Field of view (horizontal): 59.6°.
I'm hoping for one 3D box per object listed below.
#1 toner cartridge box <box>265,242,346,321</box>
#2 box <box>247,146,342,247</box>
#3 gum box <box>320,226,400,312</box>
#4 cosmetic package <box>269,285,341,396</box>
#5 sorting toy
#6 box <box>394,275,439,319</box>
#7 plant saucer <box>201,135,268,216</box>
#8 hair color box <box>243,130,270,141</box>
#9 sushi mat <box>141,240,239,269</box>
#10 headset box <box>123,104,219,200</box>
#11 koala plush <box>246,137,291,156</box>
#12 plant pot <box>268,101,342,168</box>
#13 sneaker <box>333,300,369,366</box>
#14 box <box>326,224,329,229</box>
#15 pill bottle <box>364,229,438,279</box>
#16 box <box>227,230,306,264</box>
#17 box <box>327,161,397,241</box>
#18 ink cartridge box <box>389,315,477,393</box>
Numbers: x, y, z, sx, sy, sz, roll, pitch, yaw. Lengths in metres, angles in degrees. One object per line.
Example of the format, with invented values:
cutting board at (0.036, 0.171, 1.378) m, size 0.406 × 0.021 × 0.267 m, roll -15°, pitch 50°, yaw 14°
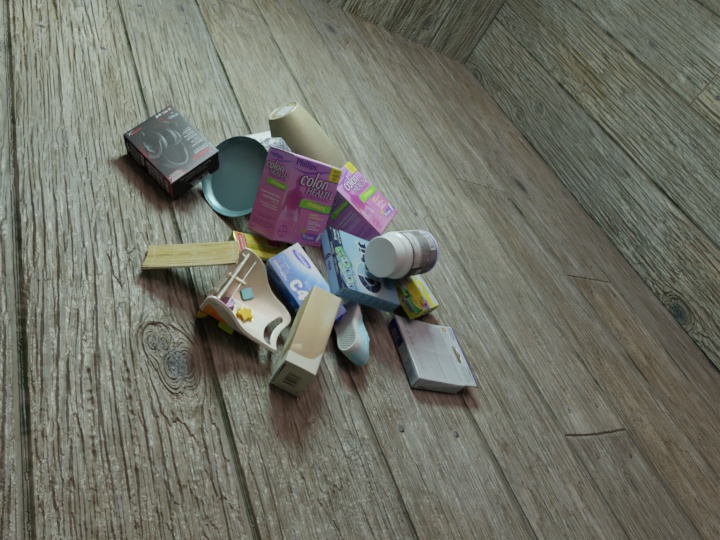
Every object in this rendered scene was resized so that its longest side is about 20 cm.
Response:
toner cartridge box at (-0.127, 0.044, 1.446) m, size 0.094 × 0.043 × 0.201 m, roll -32°, pitch 81°, yaw -34°
box at (-0.157, -0.174, 1.522) m, size 0.095 × 0.205 × 0.174 m, roll 23°, pitch 9°, yaw 36°
gum box at (0.000, 0.000, 1.533) m, size 0.198 × 0.044 × 0.173 m, roll 19°, pitch 47°, yaw -43°
cosmetic package at (-0.111, 0.143, 1.297) m, size 0.070 × 0.106 × 0.202 m, roll 27°, pitch 46°, yaw -10°
sorting toy at (-0.230, 0.084, 1.313) m, size 0.179 × 0.107 × 0.201 m, roll 39°, pitch 31°, yaw -10°
box at (0.139, 0.065, 1.663) m, size 0.119 × 0.048 × 0.199 m, roll 58°, pitch 17°, yaw 11°
plant saucer at (-0.302, -0.232, 1.564) m, size 0.200 × 0.200 × 0.027 m, roll 46°, pitch 5°, yaw 16°
hair color box at (-0.280, -0.345, 1.830) m, size 0.100 × 0.061 × 0.199 m, roll 42°, pitch 32°, yaw 10°
sushi mat at (-0.351, -0.032, 1.311) m, size 0.195 × 0.012 × 0.096 m, roll -3°, pitch 29°, yaw -6°
headset box at (-0.448, -0.280, 1.518) m, size 0.200 × 0.078 × 0.148 m, roll 44°, pitch 63°, yaw 12°
koala plush at (-0.228, -0.218, 1.637) m, size 0.175 × 0.183 × 0.203 m, roll -8°, pitch 65°, yaw -49°
plant pot at (-0.171, -0.358, 1.754) m, size 0.189 × 0.183 × 0.202 m, roll -85°, pitch 153°, yaw -54°
sneaker at (-0.016, 0.149, 1.472) m, size 0.083 × 0.073 × 0.202 m, roll 55°, pitch 18°, yaw -28°
box at (-0.058, -0.134, 1.779) m, size 0.115 × 0.061 × 0.201 m, roll 33°, pitch 32°, yaw -6°
pill bottle at (0.102, -0.040, 1.554) m, size 0.114 × 0.114 × 0.198 m, roll 49°, pitch 30°, yaw 21°
box at (-0.220, -0.036, 1.507) m, size 0.196 × 0.050 × 0.076 m, roll 12°, pitch 40°, yaw -34°
box at (-0.017, -0.170, 1.703) m, size 0.200 × 0.097 × 0.176 m, roll 44°, pitch 31°, yaw -3°
ink cartridge box at (0.182, 0.215, 1.587) m, size 0.196 × 0.041 × 0.202 m, roll 15°, pitch 39°, yaw -32°
